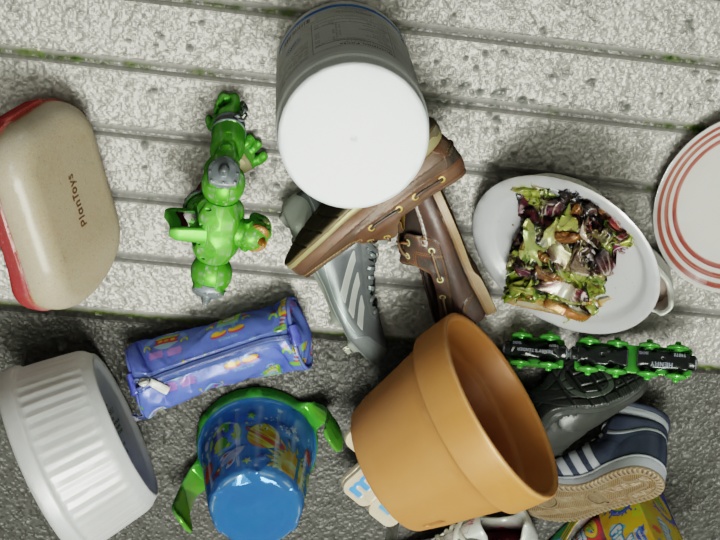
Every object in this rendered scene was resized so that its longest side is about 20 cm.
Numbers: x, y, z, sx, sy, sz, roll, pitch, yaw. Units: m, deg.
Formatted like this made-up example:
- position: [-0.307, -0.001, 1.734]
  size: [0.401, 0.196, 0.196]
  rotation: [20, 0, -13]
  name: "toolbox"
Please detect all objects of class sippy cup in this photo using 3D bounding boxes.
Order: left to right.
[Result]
- position: [-0.109, 0.214, 1.310]
  size: [0.138, 0.131, 0.179]
  rotation: [20, 113, -14]
  name: "sippy cup"

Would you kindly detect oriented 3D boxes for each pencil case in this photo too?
- position: [-0.147, 0.089, 1.272]
  size: [0.198, 0.087, 0.079]
  rotation: [-17, 95, 4]
  name: "pencil case"

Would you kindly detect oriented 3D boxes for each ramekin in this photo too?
- position: [-0.277, 0.175, 1.249]
  size: [0.093, 0.203, 0.204]
  rotation: [-24, 116, -4]
  name: "ramekin"

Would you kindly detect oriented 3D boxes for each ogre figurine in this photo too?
- position: [-0.136, -0.052, 1.182]
  size: [0.097, 0.120, 0.201]
  rotation: [25, 113, -15]
  name: "ogre figurine"

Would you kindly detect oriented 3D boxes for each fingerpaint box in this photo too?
- position: [0.278, 0.342, 1.360]
  size: [0.073, 0.200, 0.167]
  rotation: [35, 110, -18]
  name: "fingerpaint box"

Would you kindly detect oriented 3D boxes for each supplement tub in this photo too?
- position: [-0.011, -0.151, 1.097]
  size: [0.130, 0.200, 0.133]
  rotation: [-2, 117, -3]
  name: "supplement tub"

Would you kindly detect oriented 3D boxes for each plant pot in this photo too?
- position: [0.083, 0.162, 1.219]
  size: [0.139, 0.201, 0.200]
  rotation: [-32, 114, 18]
  name: "plant pot"

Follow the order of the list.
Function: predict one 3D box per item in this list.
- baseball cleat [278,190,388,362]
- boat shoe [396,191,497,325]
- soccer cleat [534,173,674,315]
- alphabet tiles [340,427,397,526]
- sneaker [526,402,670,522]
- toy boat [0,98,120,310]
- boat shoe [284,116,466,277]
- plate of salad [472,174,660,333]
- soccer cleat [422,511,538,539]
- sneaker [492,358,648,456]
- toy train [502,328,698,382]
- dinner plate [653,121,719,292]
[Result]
- position: [0.000, 0.000, 1.246]
  size: [0.106, 0.070, 0.201]
  rotation: [-26, 116, 10]
  name: "baseball cleat"
- position: [0.072, -0.021, 1.238]
  size: [0.070, 0.071, 0.201]
  rotation: [-24, 116, 4]
  name: "boat shoe"
- position: [0.241, -0.028, 1.243]
  size: [0.199, 0.078, 0.069]
  rotation: [35, 109, -18]
  name: "soccer cleat"
- position: [0.076, 0.190, 1.348]
  size: [0.200, 0.015, 0.196]
  rotation: [-42, 127, 5]
  name: "alphabet tiles"
- position: [0.256, 0.208, 1.374]
  size: [0.199, 0.109, 0.070]
  rotation: [-22, 123, 41]
  name: "sneaker"
- position: [-0.317, -0.060, 1.182]
  size: [0.130, 0.131, 0.202]
  rotation: [5, 120, 28]
  name: "toy boat"
- position: [0.013, -0.054, 1.160]
  size: [0.200, 0.072, 0.068]
  rotation: [-40, 110, 18]
  name: "boat shoe"
- position: [0.194, -0.007, 1.215]
  size: [0.199, 0.048, 0.201]
  rotation: [24, 142, 20]
  name: "plate of salad"
- position: [0.104, 0.313, 1.405]
  size: [0.198, 0.070, 0.087]
  rotation: [-14, 133, -6]
  name: "soccer cleat"
- position: [0.217, 0.154, 1.342]
  size: [0.198, 0.076, 0.091]
  rotation: [-22, 137, 2]
  name: "sneaker"
- position: [0.247, 0.090, 1.289]
  size: [0.198, 0.056, 0.042]
  rotation: [4, 81, 14]
  name: "toy train"
- position: [0.393, -0.069, 1.263]
  size: [0.198, 0.024, 0.202]
  rotation: [-1, 116, -3]
  name: "dinner plate"
